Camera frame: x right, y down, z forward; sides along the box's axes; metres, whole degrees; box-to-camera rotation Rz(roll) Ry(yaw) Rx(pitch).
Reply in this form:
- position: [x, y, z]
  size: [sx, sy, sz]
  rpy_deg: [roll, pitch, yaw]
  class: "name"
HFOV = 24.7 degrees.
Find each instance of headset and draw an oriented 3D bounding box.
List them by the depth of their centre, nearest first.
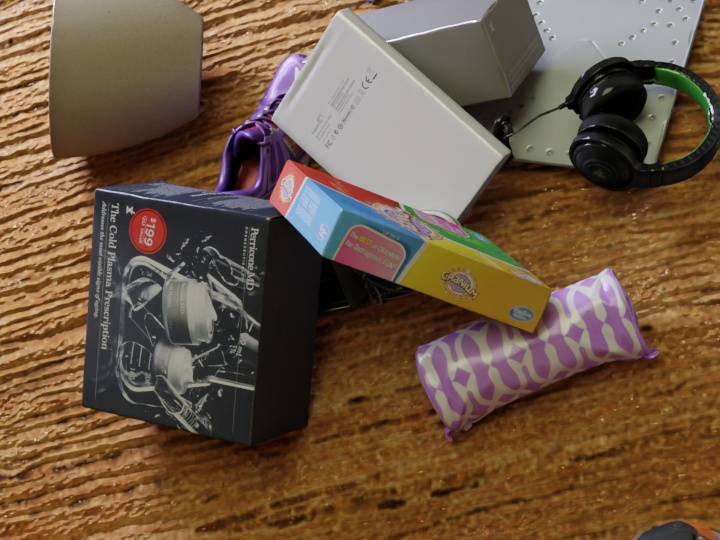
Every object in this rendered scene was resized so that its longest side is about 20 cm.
- position: [0.217, -0.121, 1.452]
  size: [0.199, 0.094, 0.124]
  rpy_deg: [1, 56, 5]
  class: "headset"

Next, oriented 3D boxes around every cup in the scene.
- position: [-0.231, -0.208, 1.649]
  size: [0.142, 0.201, 0.201]
  rpy_deg: [4, 60, -5]
  class: "cup"

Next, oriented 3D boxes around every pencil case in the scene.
- position: [0.142, 0.071, 1.383]
  size: [0.199, 0.084, 0.086]
  rpy_deg: [-24, 93, 10]
  class: "pencil case"

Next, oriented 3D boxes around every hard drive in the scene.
- position: [0.025, -0.122, 1.487]
  size: [0.200, 0.026, 0.132]
  rpy_deg: [42, 122, 11]
  class: "hard drive"

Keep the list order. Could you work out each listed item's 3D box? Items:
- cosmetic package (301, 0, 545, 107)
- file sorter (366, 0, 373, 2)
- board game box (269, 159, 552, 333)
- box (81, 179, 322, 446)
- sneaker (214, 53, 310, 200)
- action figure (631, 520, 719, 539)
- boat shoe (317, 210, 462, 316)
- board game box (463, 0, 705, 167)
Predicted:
- position: [0.059, -0.200, 1.527]
  size: [0.199, 0.091, 0.107]
  rpy_deg: [-5, 29, 33]
  class: "cosmetic package"
- position: [0.046, -0.390, 1.628]
  size: [0.200, 0.139, 0.123]
  rpy_deg: [-47, 16, -9]
  class: "file sorter"
- position: [0.039, -0.021, 1.346]
  size: [0.040, 0.199, 0.153]
  rpy_deg: [-65, 25, 10]
  class: "board game box"
- position: [-0.139, 0.033, 1.448]
  size: [0.181, 0.104, 0.201]
  rpy_deg: [9, 100, 26]
  class: "box"
- position: [-0.084, -0.130, 1.589]
  size: [0.080, 0.084, 0.201]
  rpy_deg: [8, 64, 25]
  class: "sneaker"
- position: [0.230, 0.234, 1.194]
  size: [0.199, 0.193, 0.105]
  rpy_deg: [9, 105, 39]
  class: "action figure"
- position: [0.000, 0.000, 1.476]
  size: [0.199, 0.062, 0.075]
  rpy_deg: [-16, 101, 18]
  class: "boat shoe"
- position: [0.204, -0.179, 1.535]
  size: [0.199, 0.026, 0.201]
  rpy_deg: [9, 66, 27]
  class: "board game box"
